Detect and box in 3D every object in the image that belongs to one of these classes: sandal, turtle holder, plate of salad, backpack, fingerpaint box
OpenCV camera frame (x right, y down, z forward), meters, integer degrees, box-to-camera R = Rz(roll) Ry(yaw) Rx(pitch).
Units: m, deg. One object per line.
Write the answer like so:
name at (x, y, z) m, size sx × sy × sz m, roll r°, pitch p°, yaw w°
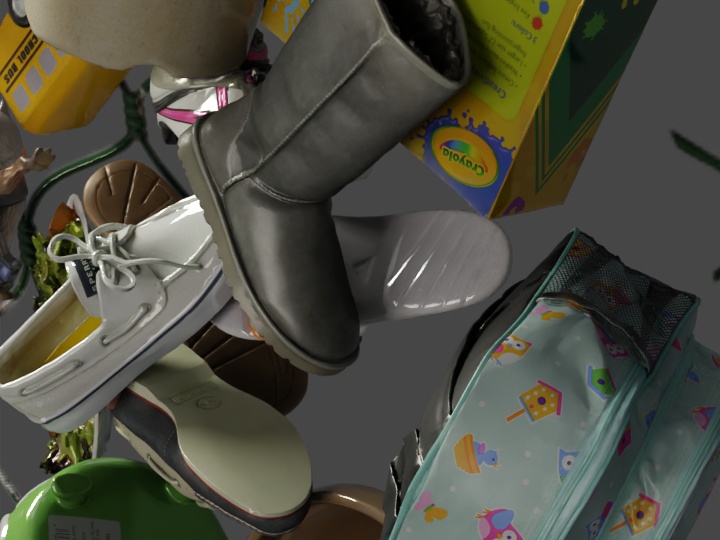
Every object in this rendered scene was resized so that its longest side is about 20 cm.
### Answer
sandal at (0.000, 0.008, 1.333) m, size 0.206 × 0.059 × 0.080 m, roll -2°, pitch 73°, yaw 25°
turtle holder at (-0.151, 0.188, 1.422) m, size 0.132 × 0.185 × 0.141 m, roll -34°, pitch 85°, yaw 47°
plate of salad at (-0.195, 0.050, 1.489) m, size 0.200 × 0.048 × 0.201 m, roll 178°, pitch 90°, yaw -75°
backpack at (0.099, 0.099, 1.156) m, size 0.153 × 0.200 × 0.176 m, roll 35°, pitch 121°, yaw 15°
fingerpaint box at (0.055, -0.154, 1.229) m, size 0.200 × 0.073 × 0.167 m, roll 42°, pitch 125°, yaw 30°

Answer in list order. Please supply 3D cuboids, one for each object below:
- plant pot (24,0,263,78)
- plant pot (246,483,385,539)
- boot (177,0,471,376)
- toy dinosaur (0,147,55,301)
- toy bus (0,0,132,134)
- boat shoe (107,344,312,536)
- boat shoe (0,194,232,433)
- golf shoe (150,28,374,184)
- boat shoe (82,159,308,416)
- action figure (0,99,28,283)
plant pot at (-0.114, -0.216, 1.287) m, size 0.200 × 0.200 × 0.184 m, roll 29°, pitch 117°, yaw 37°
plant pot at (0.023, 0.218, 1.335) m, size 0.200 × 0.092 × 0.202 m, roll 13°, pitch 108°, yaw 43°
boot at (-0.004, -0.059, 1.220) m, size 0.200 × 0.072 × 0.182 m, roll -34°, pitch 84°, yaw 38°
toy dinosaur at (-0.278, -0.058, 1.486) m, size 0.136 × 0.085 × 0.201 m, roll 46°, pitch 130°, yaw 40°
toy bus at (-0.166, -0.178, 1.447) m, size 0.200 × 0.065 × 0.079 m, roll -46°, pitch 67°, yaw 41°
boat shoe at (-0.092, 0.106, 1.347) m, size 0.200 × 0.071 × 0.063 m, roll 36°, pitch 134°, yaw 44°
boat shoe at (-0.147, 0.007, 1.331) m, size 0.202 × 0.086 × 0.075 m, roll -41°, pitch 45°, yaw 15°
golf shoe at (-0.056, -0.086, 1.361) m, size 0.200 × 0.072 × 0.093 m, roll 33°, pitch 125°, yaw 45°
boat shoe at (-0.106, 0.020, 1.445) m, size 0.200 × 0.072 × 0.072 m, roll 47°, pitch 159°, yaw 14°
action figure at (-0.309, -0.064, 1.595) m, size 0.193 × 0.105 × 0.200 m, roll -37°, pitch 92°, yaw 37°
